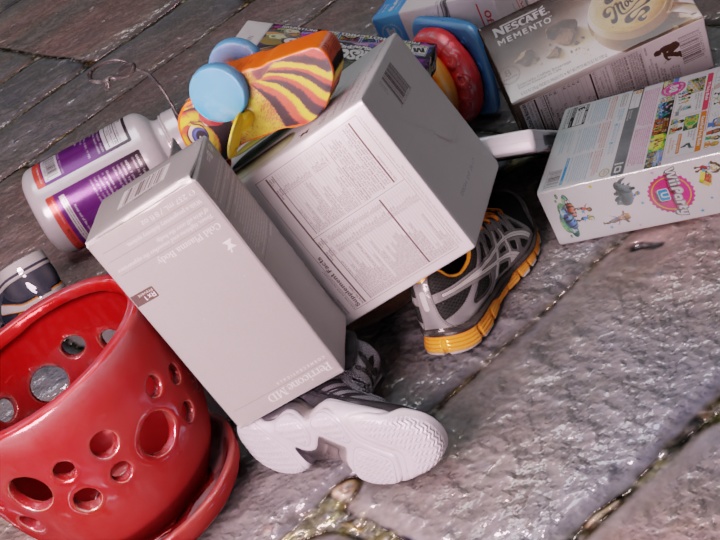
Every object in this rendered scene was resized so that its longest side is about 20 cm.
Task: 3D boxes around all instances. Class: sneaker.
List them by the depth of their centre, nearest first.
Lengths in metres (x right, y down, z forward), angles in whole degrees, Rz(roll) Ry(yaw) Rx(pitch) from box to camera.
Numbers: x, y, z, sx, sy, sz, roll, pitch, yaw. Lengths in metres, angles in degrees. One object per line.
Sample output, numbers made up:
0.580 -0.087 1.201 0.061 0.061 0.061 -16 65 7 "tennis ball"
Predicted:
-0.001 0.101 1.116 0.199 0.076 0.114 -5 38 41 "sneaker"
0.097 -0.016 1.224 0.078 0.078 0.200 -11 31 31 "sneaker"
-0.368 0.038 1.565 0.078 0.080 0.200 -33 3 -21 "sneaker"

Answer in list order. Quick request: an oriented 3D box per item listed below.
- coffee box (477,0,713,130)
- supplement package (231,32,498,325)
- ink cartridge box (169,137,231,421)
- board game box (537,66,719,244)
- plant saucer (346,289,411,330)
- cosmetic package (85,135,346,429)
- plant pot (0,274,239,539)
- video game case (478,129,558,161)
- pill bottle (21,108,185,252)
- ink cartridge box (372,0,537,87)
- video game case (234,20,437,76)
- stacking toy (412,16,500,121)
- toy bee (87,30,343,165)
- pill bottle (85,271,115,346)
0.230 -0.219 1.403 0.199 0.080 0.114 -24 53 8 "coffee box"
-0.015 -0.062 1.185 0.199 0.151 0.152 -32 18 27 "supplement package"
-0.144 0.008 1.251 0.047 0.201 0.161 -19 35 12 "ink cartridge box"
0.267 -0.105 1.234 0.199 0.064 0.148 -13 32 30 "board game box"
0.000 0.000 1.328 0.199 0.037 0.201 -21 29 13 "plant saucer"
-0.105 0.011 1.092 0.106 0.200 0.090 -31 22 16 "cosmetic package"
-0.211 0.133 1.133 0.199 0.183 0.201 -24 29 14 "plant pot"
0.082 -0.106 1.327 0.199 0.023 0.182 -9 2 18 "video game case"
-0.294 -0.112 1.698 0.199 0.113 0.113 -28 28 -1 "pill bottle"
0.126 -0.262 1.564 0.199 0.116 0.068 -6 35 37 "ink cartridge box"
-0.038 -0.180 1.355 0.198 0.036 0.182 9 33 9 "video game case"
0.040 -0.174 1.481 0.199 0.110 0.116 -34 30 -25 "stacking toy"
-0.101 -0.129 1.141 0.199 0.109 0.131 8 37 36 "toy bee"
-0.196 0.029 1.375 0.111 0.112 0.200 -22 29 12 "pill bottle"
